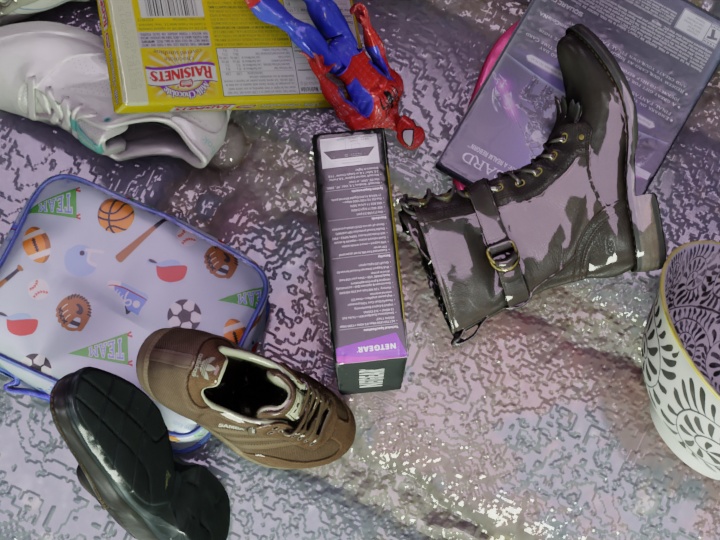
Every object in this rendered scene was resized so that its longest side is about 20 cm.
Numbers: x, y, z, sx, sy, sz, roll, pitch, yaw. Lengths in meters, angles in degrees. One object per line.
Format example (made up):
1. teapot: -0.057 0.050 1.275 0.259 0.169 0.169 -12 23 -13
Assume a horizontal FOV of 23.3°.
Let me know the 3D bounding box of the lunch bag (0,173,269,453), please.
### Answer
1. lunch bag: -0.174 0.033 1.235 0.199 0.076 0.161 24 76 2

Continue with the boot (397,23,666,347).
1. boot: 0.110 -0.061 1.218 0.173 0.069 0.201 -14 81 -2

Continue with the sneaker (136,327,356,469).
1. sneaker: -0.061 0.095 1.179 0.075 0.200 0.071 10 79 45

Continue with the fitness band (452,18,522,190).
1. fitness band: 0.147 -0.098 1.293 0.143 0.037 0.201 18 79 2

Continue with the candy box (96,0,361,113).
1. candy box: -0.089 -0.166 1.259 0.199 0.026 0.103 -4 81 -31

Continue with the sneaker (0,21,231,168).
1. sneaker: -0.194 -0.118 1.251 0.199 0.075 0.089 9 46 -1

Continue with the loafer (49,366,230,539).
1. loafer: -0.160 0.135 1.167 0.072 0.200 0.073 -5 49 24

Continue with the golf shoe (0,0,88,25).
1. golf shoe: -0.194 -0.216 1.269 0.199 0.097 0.079 -22 51 31

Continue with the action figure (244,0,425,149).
1. action figure: -0.020 -0.161 1.251 0.200 0.052 0.066 48 62 -22

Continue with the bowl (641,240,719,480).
1. bowl: 0.263 0.085 1.218 0.201 0.201 0.094 42 125 5

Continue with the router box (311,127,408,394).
1. router box: 0.000 0.000 1.187 0.051 0.200 0.150 -6 81 -1

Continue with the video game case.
1. video game case: 0.165 -0.125 1.273 0.142 0.019 0.201 30 82 7
